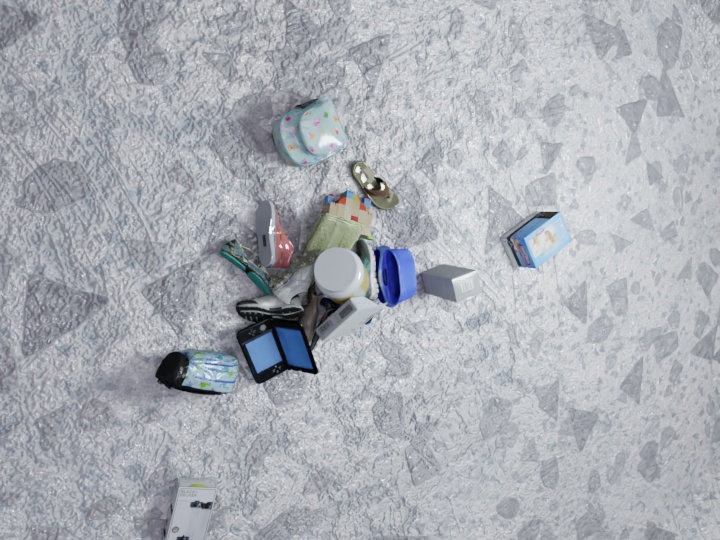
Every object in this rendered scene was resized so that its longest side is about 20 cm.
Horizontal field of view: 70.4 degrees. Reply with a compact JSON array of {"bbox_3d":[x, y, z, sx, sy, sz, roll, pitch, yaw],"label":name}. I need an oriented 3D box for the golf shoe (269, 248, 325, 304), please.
[{"bbox_3d":[-0.173,0.017,1.514,0.200,0.078,0.098,-37,121,-16],"label":"golf shoe"}]

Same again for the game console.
[{"bbox_3d":[-0.244,0.246,1.506,0.175,0.116,0.201,-26,120,-20],"label":"game console"}]

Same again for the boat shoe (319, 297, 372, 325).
[{"bbox_3d":[-0.040,0.112,1.636,0.199,0.084,0.069,20,106,-39],"label":"boat shoe"}]

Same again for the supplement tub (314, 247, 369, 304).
[{"bbox_3d":[-0.055,0.017,1.486,0.144,0.200,0.147,-2,77,8],"label":"supplement tub"}]

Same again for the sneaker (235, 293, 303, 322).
[{"bbox_3d":[-0.274,0.104,1.538,0.198,0.080,0.074,0,139,-14],"label":"sneaker"}]

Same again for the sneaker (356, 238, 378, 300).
[{"bbox_3d":[0.000,0.000,1.630,0.091,0.078,0.202,-7,85,-22],"label":"sneaker"}]

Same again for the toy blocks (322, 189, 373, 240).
[{"bbox_3d":[-0.038,-0.186,1.603,0.199,0.100,0.138,12,79,-26],"label":"toy blocks"}]

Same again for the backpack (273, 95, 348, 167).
[{"bbox_3d":[-0.148,-0.398,1.492,0.199,0.153,0.177,-27,111,-13],"label":"backpack"}]

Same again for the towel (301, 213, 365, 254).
[{"bbox_3d":[-0.088,-0.088,1.547,0.147,0.037,0.200,13,135,-24],"label":"towel"}]

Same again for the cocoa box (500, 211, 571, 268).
[{"bbox_3d":[0.653,-0.116,1.897,0.199,0.131,0.134,-34,108,-18],"label":"cocoa box"}]

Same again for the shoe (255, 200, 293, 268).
[{"bbox_3d":[-0.254,-0.105,1.520,0.091,0.071,0.202,8,74,-54],"label":"shoe"}]

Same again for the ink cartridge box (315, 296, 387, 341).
[{"bbox_3d":[-0.023,0.139,1.553,0.160,0.200,0.047,-44,73,23],"label":"ink cartridge box"}]

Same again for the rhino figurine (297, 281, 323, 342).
[{"bbox_3d":[-0.159,0.132,1.573,0.059,0.087,0.202,15,89,-25],"label":"rhino figurine"}]

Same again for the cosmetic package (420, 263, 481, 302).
[{"bbox_3d":[0.300,0.039,1.715,0.106,0.200,0.091,-19,101,-19],"label":"cosmetic package"}]

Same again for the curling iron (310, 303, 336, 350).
[{"bbox_3d":[-0.120,0.182,1.576,0.049,0.026,0.201,-12,136,-48],"label":"curling iron"}]

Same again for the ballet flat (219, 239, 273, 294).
[{"bbox_3d":[-0.316,-0.015,1.495,0.200,0.074,0.074,45,77,-21],"label":"ballet flat"}]

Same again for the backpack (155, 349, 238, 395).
[{"bbox_3d":[-0.440,0.284,1.428,0.200,0.163,0.155,35,66,-30],"label":"backpack"}]

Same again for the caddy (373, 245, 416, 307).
[{"bbox_3d":[0.099,0.016,1.644,0.104,0.141,0.202,-13,100,-35],"label":"caddy"}]

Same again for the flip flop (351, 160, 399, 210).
[{"bbox_3d":[0.051,-0.272,1.643,0.081,0.057,0.200,-47,112,-13],"label":"flip flop"}]

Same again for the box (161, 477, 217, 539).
[{"bbox_3d":[-0.501,0.716,1.491,0.116,0.060,0.202,15,89,-25],"label":"box"}]
